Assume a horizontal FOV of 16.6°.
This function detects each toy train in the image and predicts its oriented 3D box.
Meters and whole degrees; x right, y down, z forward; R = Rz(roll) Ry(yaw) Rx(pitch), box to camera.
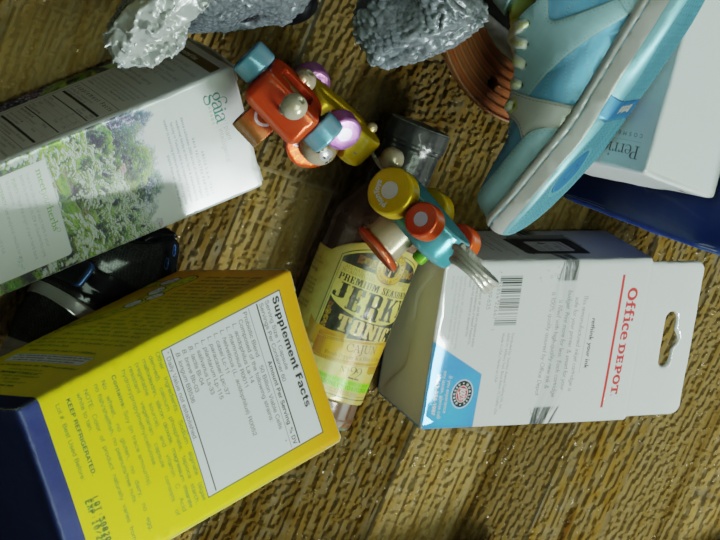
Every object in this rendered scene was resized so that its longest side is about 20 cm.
[{"bbox_3d":[-0.008,-0.053,1.441,0.056,0.150,0.200,-42,104,11],"label":"toy train"}]

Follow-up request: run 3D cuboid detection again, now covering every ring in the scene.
[{"bbox_3d":[0.108,-0.188,1.489,0.200,0.019,0.200,-16,113,-43],"label":"ring"}]

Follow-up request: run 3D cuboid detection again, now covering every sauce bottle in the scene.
[{"bbox_3d":[0.000,0.000,1.548,0.065,0.065,0.200,16,98,-32],"label":"sauce bottle"}]

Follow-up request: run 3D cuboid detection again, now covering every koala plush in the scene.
[{"bbox_3d":[-0.053,-0.197,1.350,0.200,0.177,0.184,-24,129,32],"label":"koala plush"}]

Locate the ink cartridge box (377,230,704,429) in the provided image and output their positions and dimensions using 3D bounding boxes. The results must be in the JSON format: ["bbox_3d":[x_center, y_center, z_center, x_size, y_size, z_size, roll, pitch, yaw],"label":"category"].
[{"bbox_3d":[0.119,0.037,1.624,0.200,0.067,0.116,0,108,-28],"label":"ink cartridge box"}]

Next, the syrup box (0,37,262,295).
[{"bbox_3d":[-0.165,-0.059,1.425,0.200,0.081,0.079,-25,120,-21],"label":"syrup box"}]

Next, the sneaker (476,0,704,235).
[{"bbox_3d":[0.100,-0.129,1.422,0.131,0.080,0.200,37,97,11],"label":"sneaker"}]

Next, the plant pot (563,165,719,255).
[{"bbox_3d":[0.274,-0.102,1.582,0.200,0.200,0.180,8,99,-30],"label":"plant pot"}]

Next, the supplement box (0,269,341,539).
[{"bbox_3d":[-0.128,0.084,1.375,0.200,0.110,0.109,-27,108,-37],"label":"supplement box"}]

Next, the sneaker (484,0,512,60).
[{"bbox_3d":[0.077,-0.207,1.505,0.099,0.071,0.200,-47,120,-1],"label":"sneaker"}]

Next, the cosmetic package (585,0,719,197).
[{"bbox_3d":[0.182,-0.153,1.488,0.071,0.101,0.200,16,89,-45],"label":"cosmetic package"}]

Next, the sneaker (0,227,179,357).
[{"bbox_3d":[-0.116,0.035,1.495,0.200,0.073,0.112,24,84,-41],"label":"sneaker"}]
